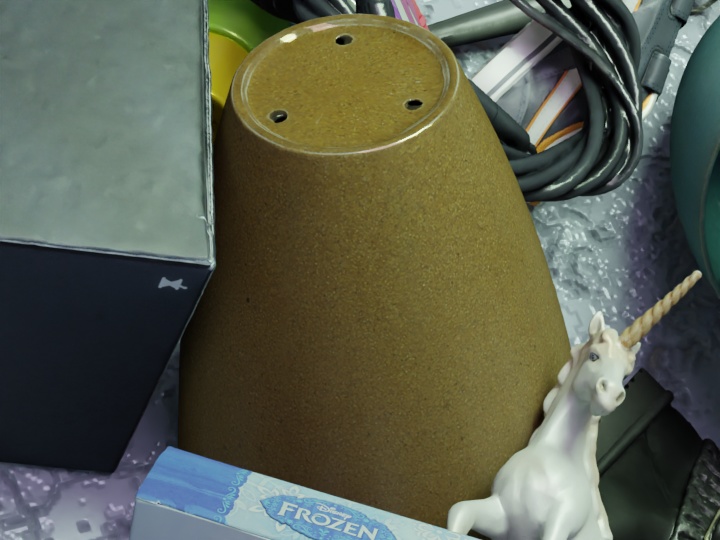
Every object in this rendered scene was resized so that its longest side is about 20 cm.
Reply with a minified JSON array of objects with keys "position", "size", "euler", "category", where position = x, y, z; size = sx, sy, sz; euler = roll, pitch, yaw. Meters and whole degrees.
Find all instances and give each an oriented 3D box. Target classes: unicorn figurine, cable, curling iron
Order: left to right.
[{"position":[0.056,-0.111,1.040],"size":[0.200,0.051,0.163],"euler":[46,42,-8],"category":"cable"},{"position":[0.082,0.115,0.899],"size":[0.073,0.202,0.138],"euler":[10,34,22],"category":"unicorn figurine"},{"position":[0.119,-0.141,1.197],"size":[0.198,0.050,0.026],"euler":[-17,66,-20],"category":"curling iron"}]

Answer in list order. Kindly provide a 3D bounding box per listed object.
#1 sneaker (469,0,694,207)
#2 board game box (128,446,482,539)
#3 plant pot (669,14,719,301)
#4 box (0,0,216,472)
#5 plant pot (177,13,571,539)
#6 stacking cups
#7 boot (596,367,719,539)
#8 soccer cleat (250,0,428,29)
[{"position":[0.130,-0.118,1.140],"size":[0.200,0.078,0.079],"euler":[-45,90,-1],"category":"sneaker"},{"position":[-0.001,0.185,0.851],"size":[0.197,0.202,0.043],"euler":[16,29,7],"category":"board game box"},{"position":[0.237,-0.074,1.127],"size":[0.198,0.202,0.135],"euler":[0,27,-19],"category":"plant pot"},{"position":[-0.141,-0.047,0.955],"size":[0.122,0.200,0.200],"euler":[5,59,-17],"category":"box"},{"position":[0.000,0.000,0.941],"size":[0.184,0.201,0.187],"euler":[-4,41,4],"category":"plant pot"},{"position":[-0.054,-0.143,1.131],"size":[0.060,0.061,0.201],"euler":[25,53,-4],"category":"stacking cups"},{"position":[0.134,0.154,1.007],"size":[0.158,0.080,0.211],"euler":[42,57,7],"category":"boot"},{"position":[0.004,-0.125,1.085],"size":[0.200,0.068,0.073],"euler":[48,50,-11],"category":"soccer cleat"}]
